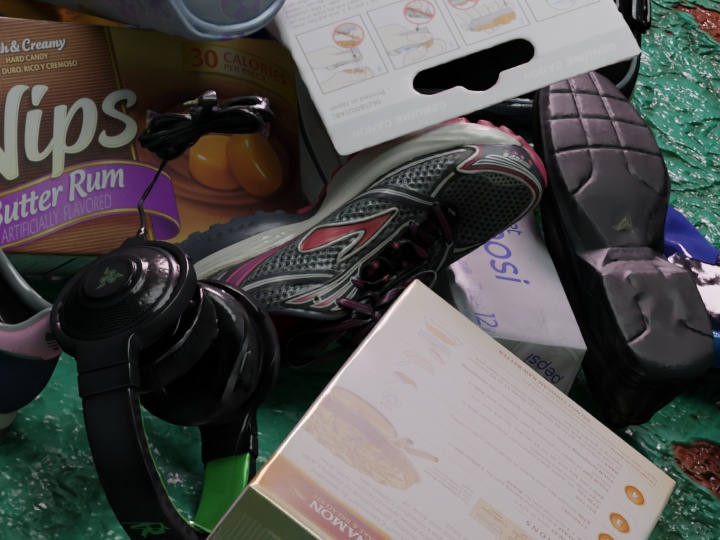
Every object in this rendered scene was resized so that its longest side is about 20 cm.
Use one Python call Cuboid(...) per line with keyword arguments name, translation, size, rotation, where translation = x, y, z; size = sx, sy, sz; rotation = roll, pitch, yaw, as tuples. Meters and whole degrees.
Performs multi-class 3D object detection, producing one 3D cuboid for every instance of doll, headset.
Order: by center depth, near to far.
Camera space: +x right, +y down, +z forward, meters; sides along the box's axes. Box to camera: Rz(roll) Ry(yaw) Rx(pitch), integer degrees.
Cuboid(name="headset", translation=(-0.071, 0.023, 1.151), size=(0.123, 0.094, 0.201), rotation=(37, 43, -61))
Cuboid(name="doll", translation=(0.185, 0.017, 1.425), size=(0.136, 0.049, 0.200), rotation=(-4, 34, -34))

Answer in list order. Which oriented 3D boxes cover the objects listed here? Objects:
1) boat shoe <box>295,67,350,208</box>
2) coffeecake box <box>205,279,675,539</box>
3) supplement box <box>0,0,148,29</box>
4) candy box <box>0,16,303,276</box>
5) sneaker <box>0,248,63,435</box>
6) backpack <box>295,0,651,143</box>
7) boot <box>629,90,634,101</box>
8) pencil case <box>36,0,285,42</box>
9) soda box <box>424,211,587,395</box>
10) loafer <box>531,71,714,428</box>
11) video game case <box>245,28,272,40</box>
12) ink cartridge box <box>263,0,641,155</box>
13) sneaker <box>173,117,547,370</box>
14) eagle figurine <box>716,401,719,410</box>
Cuboid(name="boat shoe", translation=(-0.029, -0.051, 1.395), size=(0.065, 0.074, 0.200), rotation=(9, 44, -30))
Cuboid(name="coffeecake box", translation=(0.032, 0.113, 1.144), size=(0.153, 0.073, 0.200), rotation=(38, 32, 2))
Cuboid(name="supplement box", translation=(-0.169, -0.126, 1.415), size=(0.200, 0.067, 0.069), rotation=(36, 37, 22))
Cuboid(name="candy box", translation=(-0.128, -0.057, 1.290), size=(0.199, 0.056, 0.117), rotation=(3, 78, -30))
Cuboid(name="sneaker", translation=(-0.205, -0.023, 1.174), size=(0.200, 0.082, 0.070), rotation=(44, 29, 1))
Cuboid(name="backpack", translation=(0.048, -0.157, 1.481), size=(0.199, 0.151, 0.178), rotation=(2, 73, -7))
Cuboid(name="boot", translation=(0.048, -0.139, 1.593), size=(0.166, 0.072, 0.200), rotation=(-26, 59, -33))
Cuboid(name="pencil case", translation=(-0.120, -0.168, 1.300), size=(0.083, 0.091, 0.200), rotation=(-10, 18, -41))
Cuboid(name="soda box", translation=(0.053, 0.000, 1.363), size=(0.068, 0.064, 0.200), rotation=(8, 34, -19))
Cuboid(name="loafer", translation=(0.120, -0.014, 1.365), size=(0.073, 0.072, 0.200), rotation=(5, 55, -22))
Cuboid(name="video game case", translation=(-0.023, -0.211, 1.404), size=(0.199, 0.045, 0.182), rotation=(-11, 58, -5))
Cuboid(name="ink cartridge box", translation=(0.024, -0.149, 1.315), size=(0.162, 0.057, 0.200), rotation=(-19, 66, -10))
Cuboid(name="sneaker", translation=(0.000, 0.000, 1.259), size=(0.200, 0.081, 0.075), rotation=(-28, 43, 0))
Cuboid(name="eagle figurine", translation=(0.287, 0.113, 1.309), size=(0.199, 0.151, 0.152), rotation=(-14, -7, -2))
